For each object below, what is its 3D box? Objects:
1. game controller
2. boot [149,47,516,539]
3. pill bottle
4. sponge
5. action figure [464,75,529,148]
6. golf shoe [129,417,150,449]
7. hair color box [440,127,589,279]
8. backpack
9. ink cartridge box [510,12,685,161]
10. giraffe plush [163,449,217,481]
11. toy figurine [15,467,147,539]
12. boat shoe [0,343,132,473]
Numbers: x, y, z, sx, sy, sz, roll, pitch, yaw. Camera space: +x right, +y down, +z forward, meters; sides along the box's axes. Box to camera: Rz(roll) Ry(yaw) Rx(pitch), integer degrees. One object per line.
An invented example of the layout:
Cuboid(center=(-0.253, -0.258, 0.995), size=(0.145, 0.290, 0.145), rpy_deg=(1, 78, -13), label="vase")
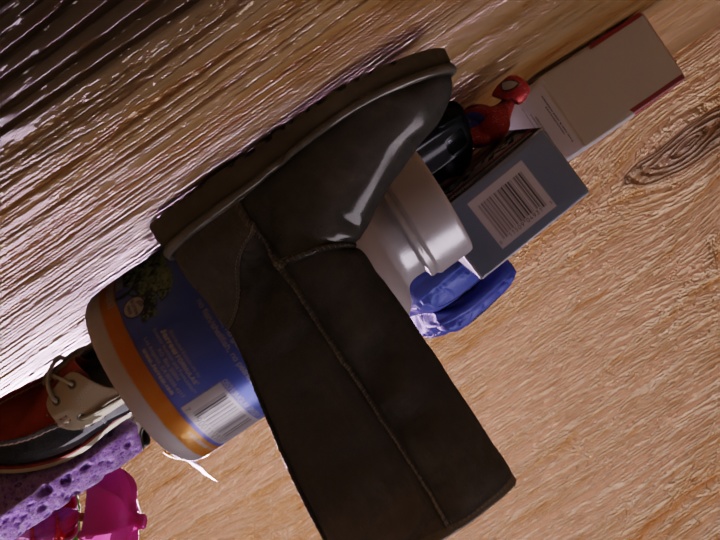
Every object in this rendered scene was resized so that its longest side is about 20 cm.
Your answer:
Cuboid(center=(-0.005, -0.048, 0.769), size=(0.199, 0.042, 0.104), rpy_deg=(-33, 171, 2), label="game controller")
Cuboid(center=(0.014, 0.022, 0.511), size=(0.181, 0.201, 0.073), rpy_deg=(-34, 175, 16), label="boot")
Cuboid(center=(-0.042, 0.008, 0.602), size=(0.199, 0.112, 0.112), rpy_deg=(-34, 178, 2), label="pill bottle")
Cuboid(center=(-0.268, 0.152, 0.768), size=(0.111, 0.030, 0.199), rpy_deg=(22, -138, 39), label="sponge")
Cuboid(center=(0.053, -0.085, 0.847), size=(0.199, 0.052, 0.065), rpy_deg=(-37, -176, 0), label="action figure")
Cuboid(center=(-0.155, 0.086, 0.991), size=(0.199, 0.098, 0.078), rpy_deg=(-35, 176, 7), label="golf shoe")
Cuboid(center=(0.102, -0.057, 0.843), size=(0.099, 0.061, 0.200), rpy_deg=(-39, -174, 2), label="hair color box")
Cuboid(center=(0.078, -0.025, 1.107), size=(0.162, 0.168, 0.200), rpy_deg=(-44, 180, -15), label="backpack")
Cuboid(center=(0.217, -0.164, 1.123), size=(0.144, 0.084, 0.200), rpy_deg=(-34, 179, -19), label="ink cartridge box")
Cuboid(center=(-0.227, 0.177, 1.530), size=(0.172, 0.200, 0.163), rpy_deg=(8, -124, 42), label="giraffe plush")
Cuboid(center=(-0.257, 0.193, 0.830), size=(0.183, 0.151, 0.199), rpy_deg=(-15, 166, 42), label="toy figurine")
Cuboid(center=(-0.188, 0.081, 0.765), size=(0.199, 0.071, 0.063), rpy_deg=(-20, 139, -11), label="boat shoe")
